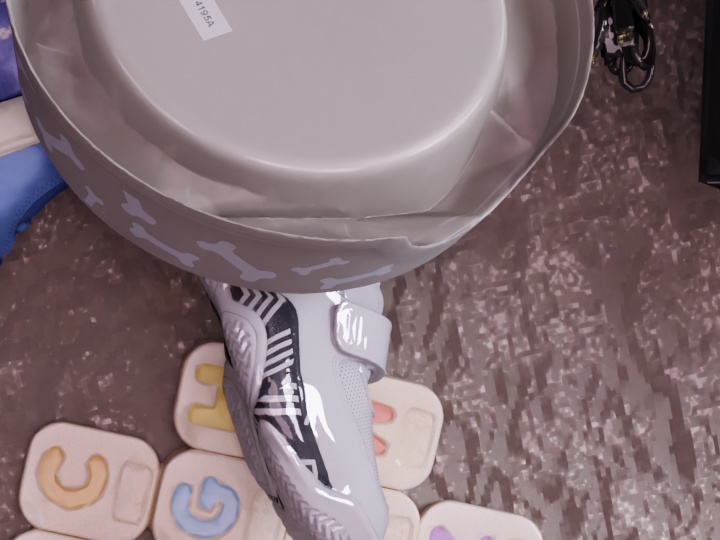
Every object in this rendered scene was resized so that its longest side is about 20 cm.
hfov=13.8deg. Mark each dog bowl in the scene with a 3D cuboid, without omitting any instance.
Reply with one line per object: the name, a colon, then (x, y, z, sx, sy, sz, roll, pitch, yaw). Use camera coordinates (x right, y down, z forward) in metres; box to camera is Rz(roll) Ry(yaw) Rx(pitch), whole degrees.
dog bowl: (-0.025, -0.081, 0.993, 0.199, 0.059, 0.201, 7, 58, -11)

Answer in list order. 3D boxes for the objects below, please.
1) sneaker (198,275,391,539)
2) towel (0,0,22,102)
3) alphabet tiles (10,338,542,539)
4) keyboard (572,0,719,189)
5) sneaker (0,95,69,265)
sneaker: (0.000, 0.000, 1.046, 0.114, 0.075, 0.201, -18, 82, -10)
towel: (-0.157, -0.143, 1.028, 0.144, 0.024, 0.201, -19, 111, -10)
alphabet tiles: (-0.036, 0.131, 1.081, 0.195, 0.015, 0.201, 13, 88, -9)
keyboard: (0.132, -0.125, 0.984, 0.127, 0.021, 0.201, 0, 82, 31)
sneaker: (-0.148, 0.018, 1.025, 0.199, 0.077, 0.112, -26, 89, -1)
